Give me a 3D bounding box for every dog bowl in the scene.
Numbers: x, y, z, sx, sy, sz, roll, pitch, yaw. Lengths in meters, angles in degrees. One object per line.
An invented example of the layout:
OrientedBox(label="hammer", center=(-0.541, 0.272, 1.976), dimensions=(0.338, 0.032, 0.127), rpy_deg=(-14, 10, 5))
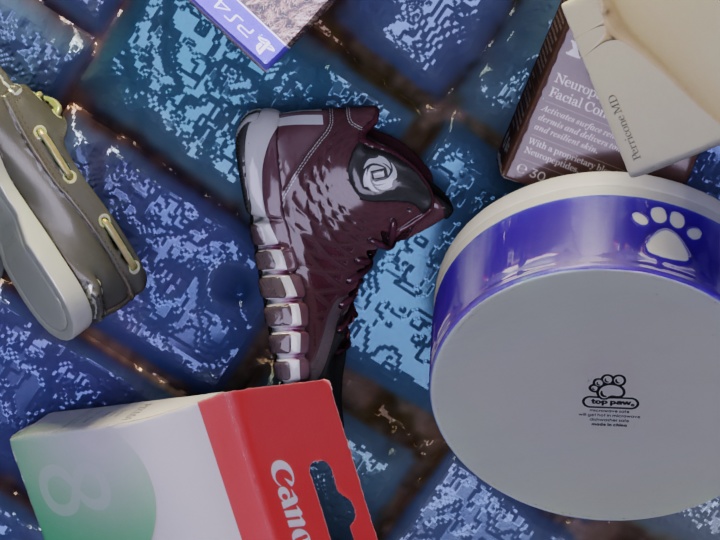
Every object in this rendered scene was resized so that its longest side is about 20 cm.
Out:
OrientedBox(label="dog bowl", center=(0.138, 0.045, 1.649), dimensions=(0.200, 0.079, 0.200), rpy_deg=(3, 133, 4))

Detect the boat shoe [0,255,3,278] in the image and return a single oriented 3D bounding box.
OrientedBox(label="boat shoe", center=(-0.303, 0.026, 1.698), dimensions=(0.202, 0.060, 0.072), rpy_deg=(-20, 104, 6))

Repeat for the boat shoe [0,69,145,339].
OrientedBox(label="boat shoe", center=(-0.190, -0.062, 1.666), dimensions=(0.060, 0.072, 0.202), rpy_deg=(-30, 94, -26))

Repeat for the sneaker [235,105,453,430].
OrientedBox(label="sneaker", center=(0.000, 0.000, 1.683), dimensions=(0.115, 0.076, 0.200), rpy_deg=(-10, 104, 0))

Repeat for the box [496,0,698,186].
OrientedBox(label="box", center=(0.159, -0.129, 1.647), dimensions=(0.100, 0.075, 0.200), rpy_deg=(21, 103, -5))

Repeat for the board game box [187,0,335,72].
OrientedBox(label="board game box", center=(-0.039, -0.239, 1.604), dimensions=(0.159, 0.097, 0.200), rpy_deg=(42, 101, -10))

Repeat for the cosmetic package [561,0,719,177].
OrientedBox(label="cosmetic package", center=(0.218, -0.132, 1.531), dimensions=(0.200, 0.073, 0.104), rpy_deg=(-23, 90, 25))

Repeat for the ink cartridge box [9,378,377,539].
OrientedBox(label="ink cartridge box", center=(-0.089, 0.151, 1.696), dimensions=(0.200, 0.050, 0.161), rpy_deg=(-7, 107, 34))
